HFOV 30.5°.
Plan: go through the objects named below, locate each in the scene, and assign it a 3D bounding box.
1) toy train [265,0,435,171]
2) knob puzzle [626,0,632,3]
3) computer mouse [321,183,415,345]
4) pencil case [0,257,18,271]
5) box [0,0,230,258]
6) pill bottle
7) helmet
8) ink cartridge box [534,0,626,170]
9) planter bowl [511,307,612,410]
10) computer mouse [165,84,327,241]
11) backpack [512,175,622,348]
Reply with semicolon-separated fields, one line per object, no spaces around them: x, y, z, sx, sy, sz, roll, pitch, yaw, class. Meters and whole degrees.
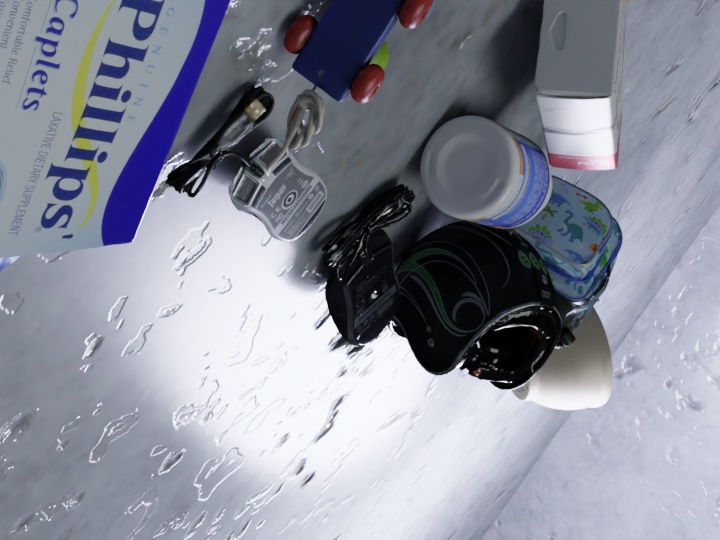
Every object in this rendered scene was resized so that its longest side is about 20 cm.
-0.011;-0.173;1.090;0.201;0.084;0.116;-56;172;17;toy train
0.331;-0.384;1.483;0.219;0.030;0.220;-42;158;-21;knob puzzle
0.000;0.000;1.458;0.138;0.053;0.201;-39;147;-29;computer mouse
-0.239;-0.032;0.853;0.200;0.078;0.087;-42;176;-20;pencil case
-0.192;-0.108;0.694;0.199;0.105;0.185;-10;135;-49;box
0.151;-0.105;1.485;0.112;0.112;0.200;-53;159;12;pill bottle
0.130;0.036;1.575;0.199;0.191;0.201;-19;138;-18;helmet
0.244;-0.213;1.438;0.200;0.082;0.148;55;41;-69;ink cartridge box
0.314;0.143;2.194;0.134;0.201;0.201;-12;147;-16;planter bowl
-0.089;-0.081;1.134;0.110;0.044;0.200;-53;155;-4;computer mouse
0.247;-0.033;1.717;0.200;0.182;0.148;-45;160;-48;backpack
